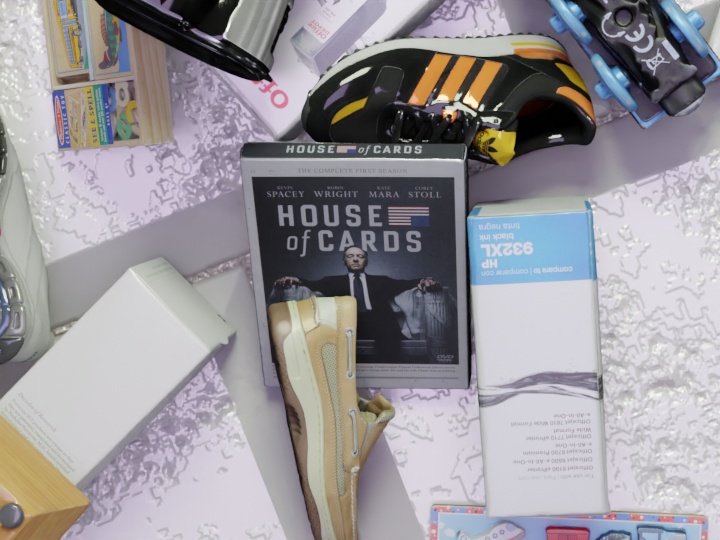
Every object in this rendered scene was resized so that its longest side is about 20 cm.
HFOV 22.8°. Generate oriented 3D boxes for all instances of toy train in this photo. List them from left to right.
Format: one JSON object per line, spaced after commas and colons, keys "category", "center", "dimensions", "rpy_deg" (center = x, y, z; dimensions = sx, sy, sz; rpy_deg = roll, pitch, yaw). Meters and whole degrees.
{"category": "toy train", "center": [0.162, -0.188, 1.195], "dimensions": [0.087, 0.114, 0.200], "rpy_deg": [-38, 91, 13]}

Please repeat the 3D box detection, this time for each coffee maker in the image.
{"category": "coffee maker", "center": [-0.097, -0.244, 1.120], "dimensions": [0.192, 0.135, 0.200], "rpy_deg": [29, 87, 19]}

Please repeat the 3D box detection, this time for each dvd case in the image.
{"category": "dvd case", "center": [0.000, 0.000, 1.225], "dimensions": [0.150, 0.025, 0.200], "rpy_deg": [0, 129, 6]}

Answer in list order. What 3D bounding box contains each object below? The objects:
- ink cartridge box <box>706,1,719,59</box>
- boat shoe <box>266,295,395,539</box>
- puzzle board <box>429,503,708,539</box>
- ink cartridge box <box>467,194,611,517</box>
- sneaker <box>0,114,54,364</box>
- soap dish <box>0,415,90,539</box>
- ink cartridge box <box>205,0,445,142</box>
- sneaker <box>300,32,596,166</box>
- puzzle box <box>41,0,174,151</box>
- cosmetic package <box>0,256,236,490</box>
{"category": "ink cartridge box", "center": [0.351, -0.187, 1.214], "dimensions": [0.200, 0.050, 0.161], "rpy_deg": [17, 97, 5]}
{"category": "boat shoe", "center": [-0.012, 0.109, 1.246], "dimensions": [0.076, 0.072, 0.200], "rpy_deg": [-12, 120, -5]}
{"category": "puzzle board", "center": [0.148, 0.247, 1.292], "dimensions": [0.200, 0.017, 0.151], "rpy_deg": [2, 96, 5]}
{"category": "ink cartridge box", "center": [0.120, 0.055, 1.209], "dimensions": [0.084, 0.145, 0.200], "rpy_deg": [-3, 96, 5]}
{"category": "sneaker", "center": [-0.264, -0.024, 1.272], "dimensions": [0.074, 0.087, 0.200], "rpy_deg": [-12, 76, 13]}
{"category": "soap dish", "center": [-0.305, 0.145, 1.182], "dimensions": [0.200, 0.081, 0.157], "rpy_deg": [43, 96, 2]}
{"category": "ink cartridge box", "center": [-0.029, -0.205, 1.226], "dimensions": [0.200, 0.085, 0.146], "rpy_deg": [-42, 90, 10]}
{"category": "sneaker", "center": [0.064, -0.105, 1.189], "dimensions": [0.200, 0.090, 0.070], "rpy_deg": [-10, 135, -19]}
{"category": "puzzle box", "center": [-0.180, -0.183, 1.225], "dimensions": [0.025, 0.133, 0.200], "rpy_deg": [-10, 96, -34]}
{"category": "cosmetic package", "center": [-0.190, 0.091, 1.259], "dimensions": [0.085, 0.108, 0.200], "rpy_deg": [44, 96, 1]}
